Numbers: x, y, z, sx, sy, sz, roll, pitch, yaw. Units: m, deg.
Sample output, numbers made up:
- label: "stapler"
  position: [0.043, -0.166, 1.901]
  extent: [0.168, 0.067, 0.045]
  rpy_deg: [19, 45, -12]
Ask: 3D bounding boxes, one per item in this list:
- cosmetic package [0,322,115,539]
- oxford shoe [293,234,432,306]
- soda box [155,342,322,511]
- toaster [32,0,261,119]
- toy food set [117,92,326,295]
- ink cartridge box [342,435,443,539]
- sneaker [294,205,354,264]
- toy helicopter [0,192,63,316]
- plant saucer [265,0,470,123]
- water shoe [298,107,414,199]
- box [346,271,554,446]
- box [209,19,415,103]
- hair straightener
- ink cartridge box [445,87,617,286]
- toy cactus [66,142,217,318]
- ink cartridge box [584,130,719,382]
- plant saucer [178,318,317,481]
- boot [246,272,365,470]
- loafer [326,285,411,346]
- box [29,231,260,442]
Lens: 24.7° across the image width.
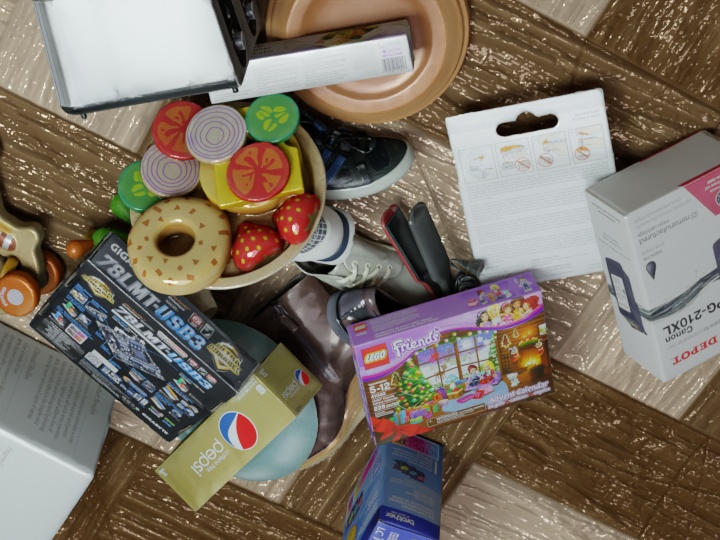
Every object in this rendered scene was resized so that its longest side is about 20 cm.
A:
- label: "cosmetic package"
  position: [-0.393, 0.180, 1.769]
  extent: [0.199, 0.168, 0.167]
  rpy_deg: [29, 118, -14]
- label: "oxford shoe"
  position: [0.000, 0.000, 1.701]
  extent: [0.199, 0.058, 0.075]
  rpy_deg: [31, 114, -18]
- label: "soda box"
  position: [-0.128, 0.165, 1.706]
  extent: [0.064, 0.068, 0.200]
  rpy_deg: [44, 126, -1]
- label: "toaster"
  position: [-0.197, -0.229, 1.500]
  extent: [0.198, 0.181, 0.120]
  rpy_deg: [-9, 116, 9]
- label: "toy food set"
  position: [-0.131, -0.077, 1.550]
  extent: [0.198, 0.200, 0.049]
  rpy_deg: [-13, 156, 5]
- label: "ink cartridge box"
  position: [0.032, 0.287, 1.792]
  extent: [0.076, 0.201, 0.137]
  rpy_deg: [19, 121, -9]
- label: "sneaker"
  position: [-0.105, -0.042, 1.632]
  extent: [0.198, 0.080, 0.077]
  rpy_deg: [-4, 87, 34]
- label: "toy helicopter"
  position: [-0.391, -0.050, 1.696]
  extent: [0.131, 0.079, 0.202]
  rpy_deg: [0, 112, 14]
- label: "plant saucer"
  position: [0.006, -0.227, 1.572]
  extent: [0.198, 0.038, 0.202]
  rpy_deg: [2, 122, 3]
- label: "water shoe"
  position: [-0.047, -0.117, 1.617]
  extent: [0.198, 0.072, 0.079]
  rpy_deg: [-5, 131, 7]
- label: "box"
  position: [0.094, 0.092, 1.677]
  extent: [0.198, 0.039, 0.138]
  rpy_deg: [-17, 126, -5]
- label: "box"
  position: [-0.048, -0.197, 1.548]
  extent: [0.198, 0.039, 0.042]
  rpy_deg: [-9, 120, 9]
- label: "hair straightener"
  position: [0.094, 0.016, 1.677]
  extent: [0.076, 0.041, 0.201]
  rpy_deg: [-7, 120, 40]
- label: "ink cartridge box"
  position: [0.179, -0.085, 1.649]
  extent: [0.161, 0.050, 0.202]
  rpy_deg: [-10, 116, 9]
- label: "toy cactus"
  position: [-0.207, -0.016, 1.656]
  extent: [0.165, 0.102, 0.200]
  rpy_deg: [51, 129, 17]
- label: "ink cartridge box"
  position: [0.320, -0.013, 1.629]
  extent: [0.144, 0.084, 0.201]
  rpy_deg: [-26, 120, -12]
- label: "plant saucer"
  position: [-0.143, 0.150, 1.772]
  extent: [0.199, 0.039, 0.203]
  rpy_deg: [12, 119, 22]
- label: "boot"
  position: [-0.061, 0.108, 1.774]
  extent: [0.166, 0.072, 0.200]
  rpy_deg: [41, 113, -12]
- label: "loafer"
  position: [0.052, 0.074, 1.708]
  extent: [0.063, 0.072, 0.199]
  rpy_deg: [-25, 137, 38]
- label: "box"
  position: [-0.222, 0.073, 1.664]
  extent: [0.200, 0.050, 0.198]
  rpy_deg: [41, 145, -8]
